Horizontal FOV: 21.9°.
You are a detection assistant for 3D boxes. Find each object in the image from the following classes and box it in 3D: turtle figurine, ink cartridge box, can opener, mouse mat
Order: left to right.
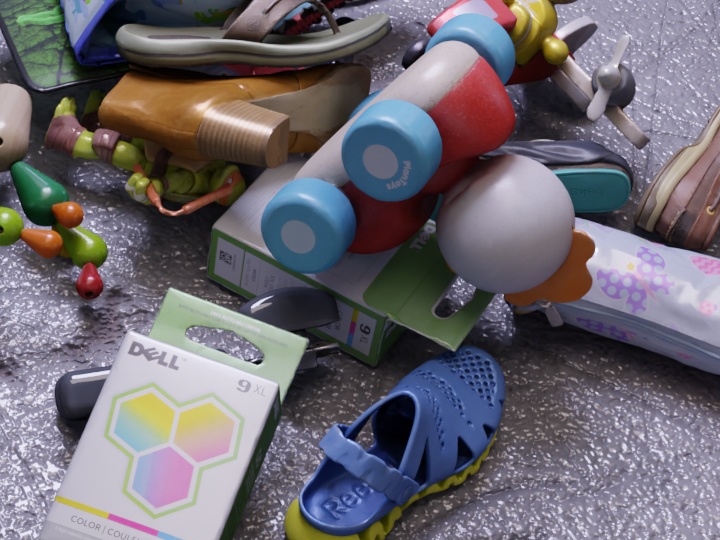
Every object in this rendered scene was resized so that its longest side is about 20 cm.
[{"bbox_3d":[-0.184,-0.210,1.443,0.200,0.008,0.161,-15,53,-21],"label":"mouse mat"},{"bbox_3d":[-0.144,-0.085,1.401,0.161,0.064,0.200,23,31,16],"label":"turtle figurine"},{"bbox_3d":[-0.114,0.105,1.179,0.104,0.059,0.200,19,68,7],"label":"ink cartridge box"},{"bbox_3d":[-0.110,0.055,1.273,0.200,0.053,0.067,-8,85,-16],"label":"can opener"},{"bbox_3d":[0.000,0.000,1.346,0.200,0.059,0.104,27,48,15],"label":"ink cartridge box"}]

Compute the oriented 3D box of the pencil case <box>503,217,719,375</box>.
[{"bbox_3d":[0.208,0.019,1.343,0.200,0.083,0.091,17,23,5],"label":"pencil case"}]

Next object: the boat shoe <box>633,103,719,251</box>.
[{"bbox_3d":[0.293,-0.085,1.469,0.068,0.072,0.200,35,58,16],"label":"boat shoe"}]

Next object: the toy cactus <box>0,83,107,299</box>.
[{"bbox_3d":[-0.268,-0.060,1.335,0.200,0.102,0.165,15,50,-5],"label":"toy cactus"}]

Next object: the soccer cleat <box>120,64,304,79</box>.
[{"bbox_3d":[-0.127,-0.152,1.465,0.200,0.077,0.067,23,21,8],"label":"soccer cleat"}]

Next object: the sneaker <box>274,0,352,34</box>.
[{"bbox_3d":[-0.042,-0.256,1.504,0.200,0.079,0.096,-35,88,-4],"label":"sneaker"}]

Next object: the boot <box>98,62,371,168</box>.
[{"bbox_3d":[-0.090,-0.128,1.366,0.144,0.071,0.201,17,23,21],"label":"boot"}]

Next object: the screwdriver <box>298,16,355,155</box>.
[{"bbox_3d":[-0.029,-0.138,1.489,0.029,0.028,0.200,-11,40,20],"label":"screwdriver"}]

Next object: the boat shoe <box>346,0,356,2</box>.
[{"bbox_3d":[-0.045,-0.269,1.580,0.201,0.072,0.070,-14,51,-20],"label":"boat shoe"}]

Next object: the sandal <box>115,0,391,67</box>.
[{"bbox_3d":[-0.075,-0.178,1.339,0.201,0.057,0.080,-2,13,-10],"label":"sandal"}]

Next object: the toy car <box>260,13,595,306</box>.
[{"bbox_3d":[0.069,-0.039,1.277,0.200,0.177,0.184,46,37,-5],"label":"toy car"}]

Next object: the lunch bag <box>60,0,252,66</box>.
[{"bbox_3d":[-0.143,-0.257,1.406,0.200,0.127,0.170,-26,52,8],"label":"lunch bag"}]

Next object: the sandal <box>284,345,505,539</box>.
[{"bbox_3d":[0.032,0.110,1.234,0.079,0.087,0.200,30,48,21],"label":"sandal"}]

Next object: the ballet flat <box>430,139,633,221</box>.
[{"bbox_3d":[0.108,-0.074,1.430,0.200,0.073,0.073,-1,48,-10],"label":"ballet flat"}]

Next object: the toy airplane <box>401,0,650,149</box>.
[{"bbox_3d":[0.138,-0.191,1.458,0.200,0.141,0.199,27,30,-19],"label":"toy airplane"}]
